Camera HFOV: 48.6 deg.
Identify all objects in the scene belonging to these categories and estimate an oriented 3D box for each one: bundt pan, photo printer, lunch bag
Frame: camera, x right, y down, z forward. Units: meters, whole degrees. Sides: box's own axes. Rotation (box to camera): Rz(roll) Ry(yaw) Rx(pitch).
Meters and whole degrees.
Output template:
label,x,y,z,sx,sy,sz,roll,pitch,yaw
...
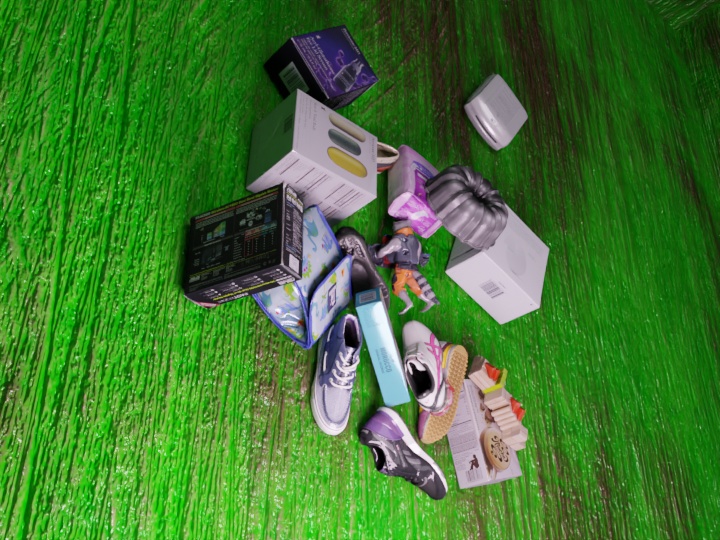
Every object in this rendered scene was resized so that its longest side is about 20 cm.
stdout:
label,x,y,z,sx,sy,sz,roll,pitch,yaw
bundt pan,0.236,-0.145,1.693,0.201,0.076,0.203,29,37,-24
photo printer,0.365,-0.426,2.166,0.167,0.069,0.200,51,42,-11
lunch bag,-0.100,0.013,1.410,0.201,0.127,0.170,63,37,-16

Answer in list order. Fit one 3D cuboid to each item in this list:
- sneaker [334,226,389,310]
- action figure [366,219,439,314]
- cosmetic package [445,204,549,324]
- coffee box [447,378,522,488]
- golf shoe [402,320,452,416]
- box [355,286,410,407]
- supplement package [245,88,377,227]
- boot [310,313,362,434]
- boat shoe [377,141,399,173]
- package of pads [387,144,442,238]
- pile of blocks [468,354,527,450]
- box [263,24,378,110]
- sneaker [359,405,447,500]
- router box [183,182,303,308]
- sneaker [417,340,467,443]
label,x,y,z,sx,sy,sz,roll,pitch,yaw
sneaker,0.000,0.000,1.543,0.114,0.076,0.200,-105,170,-65
action figure,0.112,-0.013,1.650,0.199,0.104,0.195,-6,79,-47
cosmetic package,0.320,-0.024,1.848,0.199,0.123,0.201,42,45,-20
coffee box,0.235,0.322,1.594,0.112,0.080,0.202,7,63,-44
golf shoe,0.117,0.170,1.505,0.092,0.072,0.201,44,22,-48
box,0.041,0.139,1.453,0.082,0.049,0.202,-91,165,-74
supplement package,-0.089,-0.206,1.517,0.199,0.150,0.153,26,51,-33
boot,-0.038,0.176,1.386,0.072,0.090,0.201,12,56,-23
boat shoe,-0.006,-0.260,1.701,0.199,0.062,0.072,15,60,-38
package of pads,0.118,-0.176,1.740,0.120,0.076,0.201,32,34,-23
pile of blocks,0.291,0.254,1.582,0.082,0.062,0.201,-26,88,-51
box,-0.080,-0.417,1.685,0.149,0.104,0.200,57,41,-3
sneaker,0.070,0.349,1.435,0.087,0.076,0.200,-42,95,-34
router box,-0.187,-0.038,1.284,0.062,0.199,0.151,38,43,-51
sneaker,0.143,0.237,1.565,0.075,0.090,0.201,33,72,-40
